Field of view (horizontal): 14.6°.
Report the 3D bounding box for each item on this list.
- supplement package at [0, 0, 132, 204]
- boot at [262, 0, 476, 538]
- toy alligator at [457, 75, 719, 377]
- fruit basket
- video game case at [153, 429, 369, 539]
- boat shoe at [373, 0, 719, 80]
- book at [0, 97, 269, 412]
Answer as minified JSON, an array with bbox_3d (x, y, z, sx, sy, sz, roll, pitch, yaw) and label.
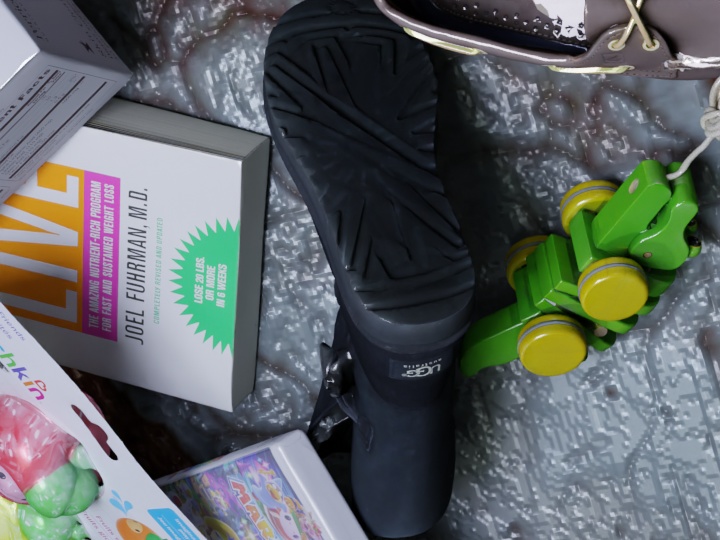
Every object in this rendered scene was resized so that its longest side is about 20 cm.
[{"bbox_3d":[-0.235,-0.115,1.279,0.156,0.111,0.200,-43,78,12],"label":"supplement package"},{"bbox_3d":[0.000,0.000,1.258,0.076,0.201,0.168,-9,144,-12],"label":"boot"},{"bbox_3d":[0.119,-0.009,1.221,0.054,0.059,0.200,24,128,-30],"label":"toy alligator"},{"bbox_3d":[-0.177,0.086,1.338,0.185,0.094,0.200,51,152,-21],"label":"fruit basket"},{"bbox_3d":[-0.041,0.154,1.328,0.144,0.018,0.200,60,150,-4],"label":"video game case"},{"bbox_3d":[0.102,-0.115,1.183,0.199,0.059,0.072,10,112,23],"label":"boat shoe"},{"bbox_3d":[-0.142,-0.019,1.355,0.199,0.048,0.134,13,117,19],"label":"book"}]
